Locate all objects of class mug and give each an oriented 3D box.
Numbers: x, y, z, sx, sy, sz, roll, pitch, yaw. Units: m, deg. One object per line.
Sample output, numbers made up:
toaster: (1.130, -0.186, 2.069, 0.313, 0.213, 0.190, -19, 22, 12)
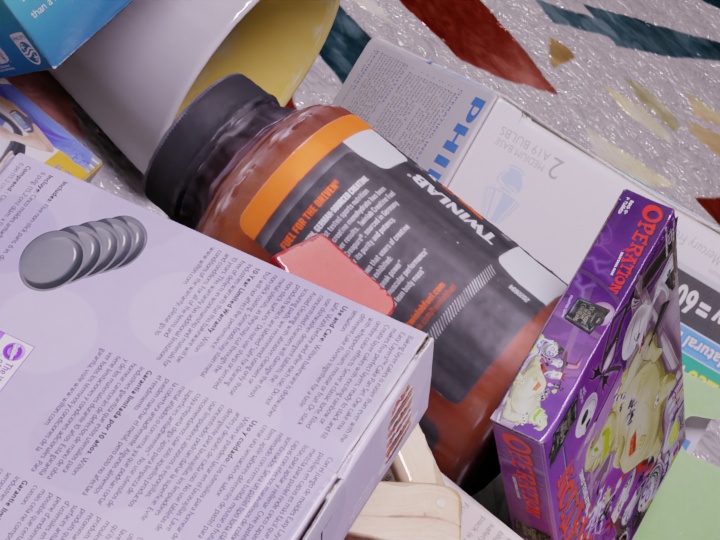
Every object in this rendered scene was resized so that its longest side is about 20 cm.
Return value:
mug: (-0.117, -0.134, 1.286, 0.153, 0.187, 0.149, 37, 57, 14)

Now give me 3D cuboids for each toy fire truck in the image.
toy fire truck: (-0.010, 0.099, 0.918, 0.141, 0.049, 0.200, -30, 79, -35)

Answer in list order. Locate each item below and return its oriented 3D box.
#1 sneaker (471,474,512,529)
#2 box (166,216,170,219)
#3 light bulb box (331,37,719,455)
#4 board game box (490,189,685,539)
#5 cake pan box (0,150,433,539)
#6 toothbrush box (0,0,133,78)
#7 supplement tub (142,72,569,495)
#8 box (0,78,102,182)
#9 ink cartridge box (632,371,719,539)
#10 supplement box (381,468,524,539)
sneaker: (0.042, 0.106, 1.161, 0.090, 0.076, 0.200, 31, 25, -6)
box: (-0.093, 0.047, 1.068, 0.082, 0.068, 0.200, 40, 26, -1)
light bulb box: (0.083, -0.011, 1.263, 0.197, 0.125, 0.200, 29, 3, -23)
board game box: (0.102, 0.068, 1.033, 0.032, 0.120, 0.200, 26, -24, 23)
cake pan box: (-0.097, 0.068, 0.846, 0.183, 0.053, 0.200, 21, 54, 18)
toothbrush box: (-0.166, -0.213, 1.124, 0.146, 0.085, 0.201, -43, 109, -23)
supplement tub: (0.000, 0.000, 1.055, 0.200, 0.107, 0.107, 39, 25, 13)
box: (-0.224, -0.085, 1.129, 0.200, 0.041, 0.119, 42, 25, -3)
ink cartridge box: (0.174, 0.154, 1.162, 0.145, 0.048, 0.201, 25, 72, -29)
supplement box: (0.063, 0.163, 0.990, 0.200, 0.074, 0.126, 38, -12, 22)
